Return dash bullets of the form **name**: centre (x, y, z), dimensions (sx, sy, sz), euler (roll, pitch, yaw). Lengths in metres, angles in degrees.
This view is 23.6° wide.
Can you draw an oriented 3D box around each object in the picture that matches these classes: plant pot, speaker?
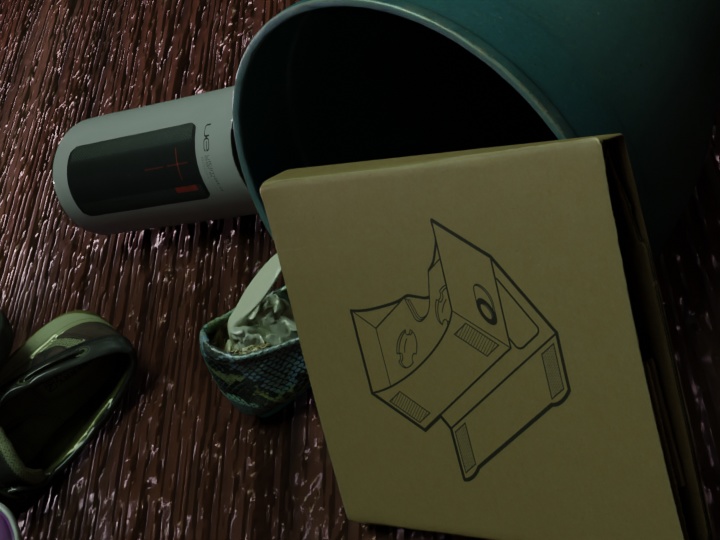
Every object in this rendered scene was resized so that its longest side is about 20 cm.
- **plant pot**: centre (0.075, -0.079, 0.788), dimensions (0.199, 0.201, 0.188), euler (-6, 30, 47)
- **speaker**: centre (-0.110, -0.070, 1.100), dimensions (0.199, 0.081, 0.082), euler (-4, 46, 48)

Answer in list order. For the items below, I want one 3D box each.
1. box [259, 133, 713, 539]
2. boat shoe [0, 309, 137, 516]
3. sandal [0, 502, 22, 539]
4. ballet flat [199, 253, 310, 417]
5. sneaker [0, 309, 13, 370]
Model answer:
- **box**: centre (0.044, 0.032, 0.704), dimensions (0.021, 0.165, 0.199), euler (-23, 14, -38)
- **boat shoe**: centre (-0.208, 0.105, 0.996), dimensions (0.201, 0.072, 0.066), euler (-47, 24, -16)
- **sandal**: centre (-0.279, 0.185, 0.940), dimensions (0.201, 0.083, 0.050), euler (-23, -11, 4)
- **ballet flat**: centre (0.000, 0.000, 0.883), dimensions (0.199, 0.074, 0.074), euler (-38, 29, 8)
- **sneaker**: centre (-0.294, 0.066, 0.965), dimensions (0.199, 0.115, 0.076), euler (-36, 31, -8)
